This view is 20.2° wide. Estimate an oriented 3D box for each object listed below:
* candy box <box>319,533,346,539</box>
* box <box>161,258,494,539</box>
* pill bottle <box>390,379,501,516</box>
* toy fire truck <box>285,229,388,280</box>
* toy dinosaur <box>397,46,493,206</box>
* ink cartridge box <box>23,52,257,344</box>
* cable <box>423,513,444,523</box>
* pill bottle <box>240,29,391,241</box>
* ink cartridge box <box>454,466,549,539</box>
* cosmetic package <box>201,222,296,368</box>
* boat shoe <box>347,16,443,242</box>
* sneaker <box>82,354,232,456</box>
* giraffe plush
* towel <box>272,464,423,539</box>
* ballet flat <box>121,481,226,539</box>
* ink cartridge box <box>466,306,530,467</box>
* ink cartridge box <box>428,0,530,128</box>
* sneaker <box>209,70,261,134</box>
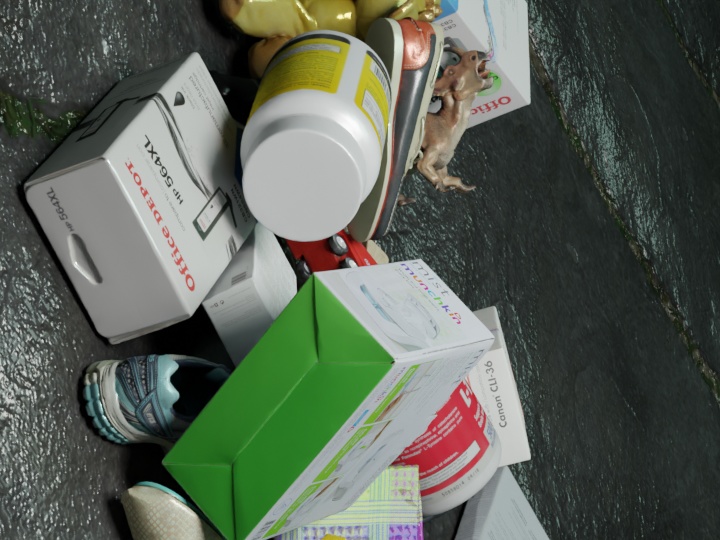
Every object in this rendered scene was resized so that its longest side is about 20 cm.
[{"bbox_3d":[-0.069,0.293,1.540,0.200,0.026,0.103,-34,125,-45],"label":"candy box"},{"bbox_3d":[-0.020,0.098,1.519,0.097,0.200,0.176,46,23,17],"label":"box"},{"bbox_3d":[0.031,0.101,1.718,0.201,0.112,0.113,59,30,-26],"label":"pill bottle"},{"bbox_3d":[0.000,0.000,1.834,0.141,0.049,0.201,11,47,-58],"label":"toy fire truck"},{"bbox_3d":[0.039,-0.129,1.967,0.086,0.199,0.137,140,-69,-78],"label":"toy dinosaur"},{"bbox_3d":[-0.161,-0.059,1.586,0.147,0.084,0.200,63,27,-20],"label":"ink cartridge box"},{"bbox_3d":[0.055,0.138,1.918,0.163,0.050,0.201,53,33,-35],"label":"cable"},{"bbox_3d":[-0.037,-0.109,1.640,0.115,0.114,0.200,61,17,-21],"label":"pill bottle"},{"bbox_3d":[0.150,0.330,1.998,0.200,0.040,0.200,60,30,-24],"label":"ink cartridge box"},{"bbox_3d":[-0.089,0.016,1.647,0.083,0.050,0.200,61,7,-18],"label":"cosmetic package"},{"bbox_3d":[0.030,-0.122,1.773,0.062,0.071,0.202,-1,105,-37],"label":"boat shoe"},{"bbox_3d":[-0.123,0.108,1.563,0.200,0.086,0.078,17,61,-58],"label":"sneaker"},{"bbox_3d":[-0.015,-0.235,1.854,0.201,0.161,0.173,57,23,-32],"label":"giraffe plush"},{"bbox_3d":[-0.012,0.261,1.650,0.143,0.023,0.202,1,85,-27],"label":"towel"},{"bbox_3d":[-0.118,0.237,1.527,0.200,0.067,0.063,51,44,-36],"label":"ballet flat"},{"bbox_3d":[0.117,0.119,1.945,0.200,0.067,0.117,-82,157,-76],"label":"ink cartridge box"},{"bbox_3d":[0.063,-0.254,2.045,0.200,0.146,0.147,45,35,-42],"label":"ink cartridge box"},{"bbox_3d":[-0.055,-0.148,1.790,0.199,0.088,0.076,25,20,-40],"label":"sneaker"}]
